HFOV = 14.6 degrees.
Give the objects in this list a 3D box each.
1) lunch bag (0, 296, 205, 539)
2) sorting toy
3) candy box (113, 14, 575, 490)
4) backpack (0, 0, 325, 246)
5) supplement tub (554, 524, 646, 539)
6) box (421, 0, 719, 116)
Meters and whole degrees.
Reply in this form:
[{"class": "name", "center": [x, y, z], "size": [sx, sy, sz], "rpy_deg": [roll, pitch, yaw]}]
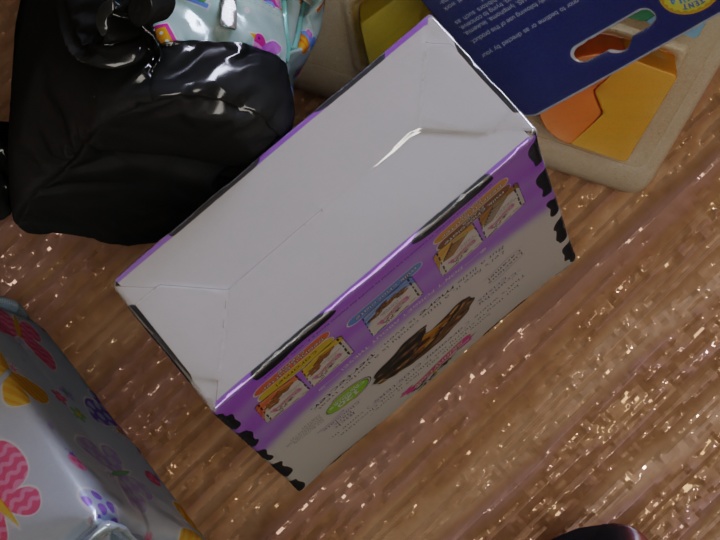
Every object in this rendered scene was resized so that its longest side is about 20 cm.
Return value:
[{"class": "lunch bag", "center": [-0.189, 0.126, 1.167], "size": [0.200, 0.127, 0.170], "rpy_deg": [-45, 61, 10]}, {"class": "sorting toy", "center": [0.077, -0.120, 1.215], "size": [0.184, 0.037, 0.200], "rpy_deg": [17, 133, -14]}, {"class": "candy box", "center": [0.000, 0.000, 1.185], "size": [0.168, 0.200, 0.072], "rpy_deg": [-40, 74, -3]}, {"class": "backpack", "center": [-0.082, -0.124, 1.174], "size": [0.126, 0.167, 0.201], "rpy_deg": [17, 61, -30]}, {"class": "supplement tub", "center": [0.133, 0.224, 1.289], "size": [0.107, 0.107, 0.200], "rpy_deg": [-34, 102, -6]}, {"class": "box", "center": [0.055, -0.164, 1.133], "size": [0.121, 0.032, 0.200], "rpy_deg": [-28, 113, 30]}]
